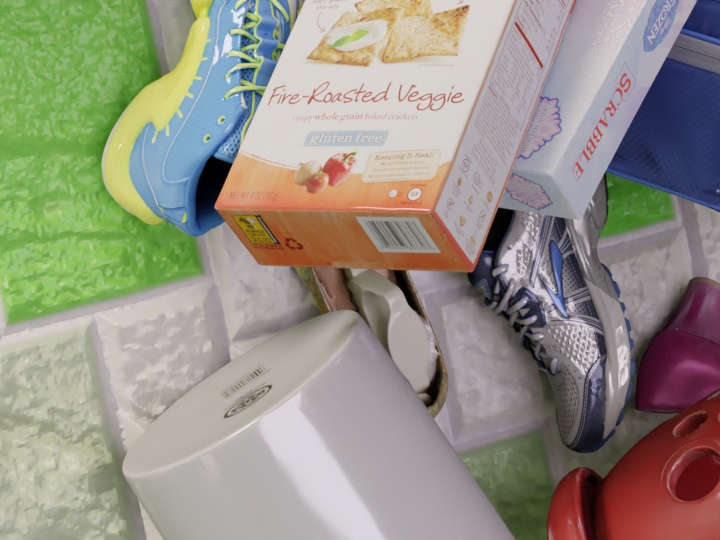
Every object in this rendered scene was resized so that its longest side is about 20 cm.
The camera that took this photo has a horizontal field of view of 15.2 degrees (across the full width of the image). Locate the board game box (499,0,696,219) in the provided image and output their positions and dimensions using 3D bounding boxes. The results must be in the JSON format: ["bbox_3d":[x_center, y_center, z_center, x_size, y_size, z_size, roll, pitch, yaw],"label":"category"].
[{"bbox_3d":[0.075,-0.129,1.483,0.200,0.199,0.041,-61,138,-24],"label":"board game box"}]

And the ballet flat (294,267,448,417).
[{"bbox_3d":[0.000,0.000,1.539,0.071,0.071,0.200,-25,100,-21],"label":"ballet flat"}]

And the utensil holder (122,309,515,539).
[{"bbox_3d":[-0.013,0.147,1.480,0.170,0.170,0.200,-37,104,-19],"label":"utensil holder"}]

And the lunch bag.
[{"bbox_3d":[0.227,-0.106,1.552,0.200,0.136,0.133,-2,111,-60],"label":"lunch bag"}]

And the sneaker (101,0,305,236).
[{"bbox_3d":[-0.058,-0.103,1.468,0.076,0.105,0.200,22,102,-43],"label":"sneaker"}]

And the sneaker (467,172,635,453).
[{"bbox_3d":[0.102,0.011,1.587,0.085,0.077,0.200,-8,84,-19],"label":"sneaker"}]

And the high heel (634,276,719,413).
[{"bbox_3d":[0.261,0.093,1.649,0.200,0.067,0.096,36,67,-15],"label":"high heel"}]

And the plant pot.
[{"bbox_3d":[0.211,0.167,1.507,0.182,0.200,0.201,-21,101,14],"label":"plant pot"}]

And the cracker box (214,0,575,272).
[{"bbox_3d":[0.022,-0.096,1.416,0.058,0.134,0.200,54,48,-44],"label":"cracker box"}]
